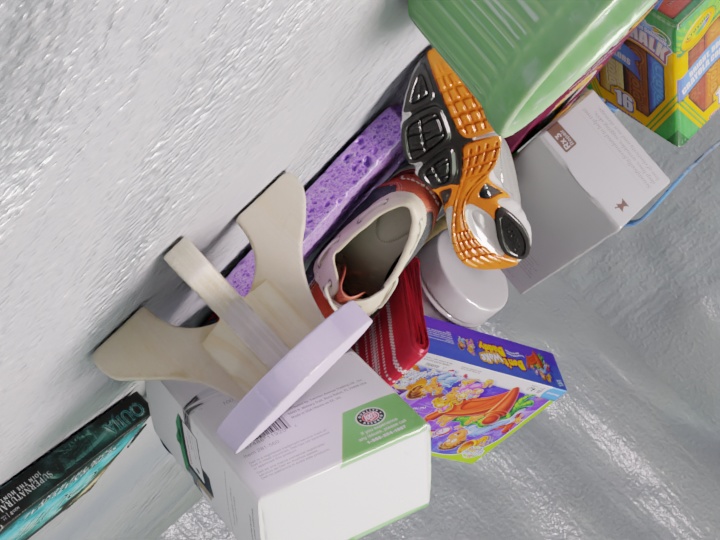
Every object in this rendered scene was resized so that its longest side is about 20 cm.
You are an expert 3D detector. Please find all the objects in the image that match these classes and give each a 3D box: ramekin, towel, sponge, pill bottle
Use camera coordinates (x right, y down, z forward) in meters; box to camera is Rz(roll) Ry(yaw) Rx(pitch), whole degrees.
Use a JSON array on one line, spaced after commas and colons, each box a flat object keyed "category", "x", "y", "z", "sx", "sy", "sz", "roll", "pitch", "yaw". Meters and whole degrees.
[{"category": "ramekin", "x": 0.120, "y": -0.182, "z": 0.871, "sx": 0.200, "sy": 0.098, "sz": 0.200, "roll": -44, "pitch": 175, "yaw": -5}, {"category": "towel", "x": -0.013, "y": 0.088, "z": 1.272, "sx": 0.200, "sy": 0.022, "sz": 0.145, "roll": -47, "pitch": -155, "yaw": 25}, {"category": "sponge", "x": -0.027, "y": -0.050, "z": 1.175, "sx": 0.200, "sy": 0.030, "sz": 0.112, "roll": -45, "pitch": 176, "yaw": 11}, {"category": "pill bottle", "x": 0.040, "y": 0.050, "z": 1.413, "sx": 0.200, "sy": 0.120, "sz": 0.120, "roll": -39, "pitch": 178, "yaw": 35}]

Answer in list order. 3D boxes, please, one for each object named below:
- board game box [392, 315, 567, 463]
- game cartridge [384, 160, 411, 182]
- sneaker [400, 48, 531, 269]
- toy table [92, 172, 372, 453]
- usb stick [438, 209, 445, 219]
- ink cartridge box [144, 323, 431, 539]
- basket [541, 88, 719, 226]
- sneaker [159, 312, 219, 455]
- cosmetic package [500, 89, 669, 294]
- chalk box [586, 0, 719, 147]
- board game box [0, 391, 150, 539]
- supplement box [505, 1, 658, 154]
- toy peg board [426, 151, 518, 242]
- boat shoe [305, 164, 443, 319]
[{"category": "board game box", "x": 0.072, "y": 0.110, "z": 1.360, "sx": 0.199, "sy": 0.045, "sz": 0.134, "roll": 17, "pitch": 133, "yaw": -39}, {"category": "game cartridge", "x": 0.078, "y": -0.114, "z": 1.301, "sx": 0.200, "sy": 0.041, "sz": 0.133, "roll": -44, "pitch": -176, "yaw": -37}, {"category": "sneaker", "x": 0.077, "y": -0.096, "z": 1.134, "sx": 0.075, "sy": 0.201, "sz": 0.092, "roll": -11, "pitch": -138, "yaw": 10}, {"category": "toy table", "x": -0.075, "y": 0.036, "z": 1.003, "sx": 0.184, "sy": 0.117, "sz": 0.200, "roll": -43, "pitch": 175, "yaw": -16}, {"category": "usb stick", "x": 0.054, "y": -0.052, "z": 1.331, "sx": 0.200, "sy": 0.033, "sz": 0.055, "roll": -40, "pitch": 168, "yaw": -1}, {"category": "ink cartridge box", "x": -0.059, "y": 0.120, "z": 1.142, "sx": 0.146, "sy": 0.200, "sz": 0.085, "roll": -20, "pitch": 128, "yaw": -24}, {"category": "basket", "x": 0.245, "y": -0.163, "z": 1.412, "sx": 0.176, "sy": 0.200, "sz": 0.139, "roll": -48, "pitch": 174, "yaw": 27}, {"category": "sneaker", "x": -0.138, "y": 0.099, "z": 1.287, "sx": 0.084, "sy": 0.075, "sz": 0.200, "roll": -39, "pitch": 163, "yaw": -55}, {"category": "cosmetic package", "x": 0.163, "y": -0.061, "z": 1.249, "sx": 0.074, "sy": 0.102, "sz": 0.200, "roll": -40, "pitch": 180, "yaw": -25}, {"category": "chalk box", "x": 0.252, "y": -0.227, "z": 1.220, "sx": 0.125, "sy": 0.124, "sz": 0.200, "roll": -43, "pitch": 149, "yaw": -15}, {"category": "board game box", "x": -0.265, "y": 0.187, "z": 1.233, "sx": 0.135, "sy": 0.028, "sz": 0.200, "roll": -49, "pitch": 173, "yaw": 36}, {"category": "supplement box", "x": 0.145, "y": -0.180, "z": 1.157, "sx": 0.110, "sy": 0.086, "sz": 0.200, "roll": -40, "pitch": 174, "yaw": -31}, {"category": "toy peg board", "x": 0.063, "y": -0.071, "z": 1.495, "sx": 0.198, "sy": 0.098, "sz": 0.200, "roll": -24, "pitch": 166, "yaw": -24}, {"category": "boat shoe", "x": 0.000, "y": 0.000, "z": 1.202, "sx": 0.200, "sy": 0.071, "sz": 0.063, "roll": -52, "pitch": -176, "yaw": 34}]
